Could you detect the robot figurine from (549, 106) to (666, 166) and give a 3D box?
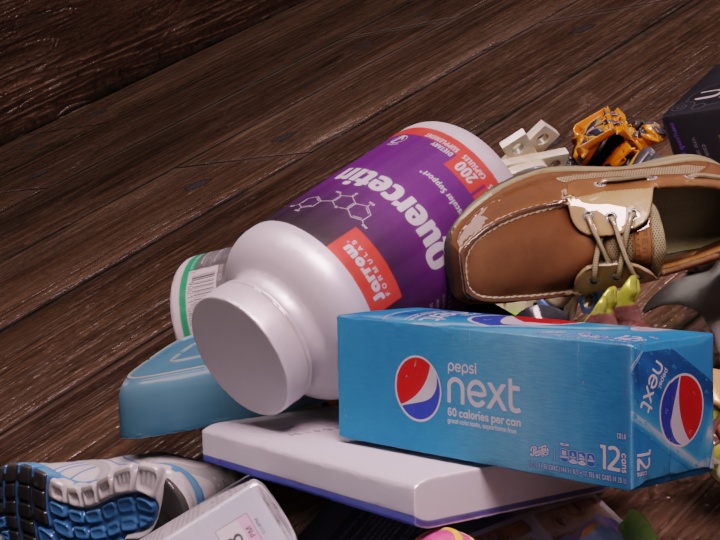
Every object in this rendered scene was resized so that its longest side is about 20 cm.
[{"bbox_3d":[0.154,-0.055,1.228,0.200,0.058,0.145,-42,11,16],"label":"robot figurine"}]

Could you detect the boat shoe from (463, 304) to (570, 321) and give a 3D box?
[{"bbox_3d":[0.098,0.051,0.891,0.074,0.066,0.199,6,4,-12],"label":"boat shoe"}]

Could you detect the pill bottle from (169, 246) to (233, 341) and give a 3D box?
[{"bbox_3d":[-0.036,0.023,1.202,0.200,0.113,0.113,-12,18,21],"label":"pill bottle"}]

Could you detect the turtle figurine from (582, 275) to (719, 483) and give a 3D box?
[{"bbox_3d":[0.193,0.068,0.811,0.161,0.064,0.200,36,32,18],"label":"turtle figurine"}]

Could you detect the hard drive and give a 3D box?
[{"bbox_3d":[0.020,0.101,0.850,0.132,0.025,0.200,-5,6,-35],"label":"hard drive"}]

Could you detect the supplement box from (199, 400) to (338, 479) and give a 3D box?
[{"bbox_3d":[-0.010,0.085,1.058,0.200,0.067,0.069,-15,17,12],"label":"supplement box"}]

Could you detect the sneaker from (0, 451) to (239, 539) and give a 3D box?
[{"bbox_3d":[-0.162,0.155,1.030,0.200,0.075,0.087,-6,5,36],"label":"sneaker"}]

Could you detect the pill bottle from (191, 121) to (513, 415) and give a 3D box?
[{"bbox_3d":[0.000,0.000,0.911,0.200,0.113,0.112,-36,23,-35],"label":"pill bottle"}]

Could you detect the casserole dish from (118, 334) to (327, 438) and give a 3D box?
[{"bbox_3d":[-0.072,0.062,1.009,0.200,0.039,0.121,-12,13,27],"label":"casserole dish"}]

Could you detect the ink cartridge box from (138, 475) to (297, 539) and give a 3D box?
[{"bbox_3d":[-0.132,0.181,0.854,0.200,0.057,0.163,-34,-2,-8],"label":"ink cartridge box"}]

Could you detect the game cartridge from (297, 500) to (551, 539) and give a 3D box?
[{"bbox_3d":[0.039,0.143,0.874,0.133,0.041,0.200,-12,18,36],"label":"game cartridge"}]

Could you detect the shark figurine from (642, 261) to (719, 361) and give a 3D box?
[{"bbox_3d":[0.270,-0.009,1.036,0.128,0.089,0.214,-50,-2,20],"label":"shark figurine"}]

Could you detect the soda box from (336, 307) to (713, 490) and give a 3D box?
[{"bbox_3d":[0.076,0.059,0.773,0.064,0.068,0.200,-5,6,-42],"label":"soda box"}]

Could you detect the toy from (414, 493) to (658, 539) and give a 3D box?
[{"bbox_3d":[0.051,0.153,0.735,0.200,0.047,0.115,-14,29,-17],"label":"toy"}]

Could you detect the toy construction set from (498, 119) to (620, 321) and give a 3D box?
[{"bbox_3d":[0.115,-0.021,1.108,0.092,0.131,0.200,16,35,-24],"label":"toy construction set"}]

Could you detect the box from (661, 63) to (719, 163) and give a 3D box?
[{"bbox_3d":[0.352,-0.106,1.182,0.200,0.106,0.122,-6,22,39],"label":"box"}]

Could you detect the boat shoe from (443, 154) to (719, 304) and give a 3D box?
[{"bbox_3d":[0.146,-0.025,0.890,0.200,0.076,0.074,-16,17,-21],"label":"boat shoe"}]
